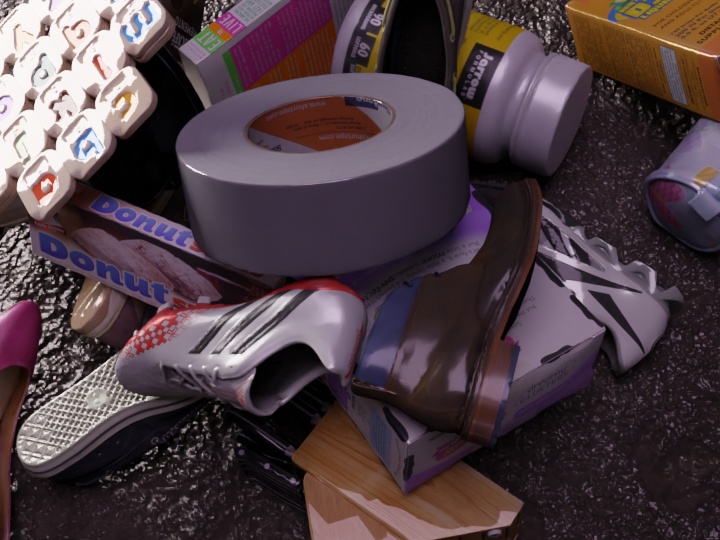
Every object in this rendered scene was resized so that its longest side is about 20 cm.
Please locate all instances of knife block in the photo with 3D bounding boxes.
[{"bbox_3d":[0.005,0.128,0.816,0.198,0.064,0.177,-10,61,1],"label":"knife block"}]

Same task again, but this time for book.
[{"bbox_3d":[-0.058,-0.198,0.967,0.200,0.134,0.048,-41,64,-17],"label":"book"}]

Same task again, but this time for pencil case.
[{"bbox_3d":[0.316,-0.105,0.902,0.200,0.091,0.083,-44,107,-16],"label":"pencil case"}]

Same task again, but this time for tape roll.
[{"bbox_3d":[-0.024,-0.072,0.775,0.198,0.067,0.201,-5,28,3],"label":"tape roll"}]

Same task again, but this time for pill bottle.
[{"bbox_3d":[0.085,-0.159,0.942,0.198,0.115,0.115,24,65,18],"label":"pill bottle"}]

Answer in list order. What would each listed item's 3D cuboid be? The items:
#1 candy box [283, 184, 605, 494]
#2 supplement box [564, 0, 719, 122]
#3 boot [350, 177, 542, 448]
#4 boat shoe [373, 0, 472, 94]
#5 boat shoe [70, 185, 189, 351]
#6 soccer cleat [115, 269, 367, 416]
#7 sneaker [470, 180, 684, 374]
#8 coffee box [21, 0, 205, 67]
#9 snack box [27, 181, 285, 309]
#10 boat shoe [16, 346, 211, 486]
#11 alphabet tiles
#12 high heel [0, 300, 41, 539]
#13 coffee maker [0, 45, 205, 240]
[{"bbox_3d":[0.046,0.030,0.806,0.167,0.072,0.200,-25,56,-20],"label":"candy box"},{"bbox_3d":[0.253,-0.187,0.920,0.066,0.069,0.200,-34,32,-10],"label":"supplement box"},{"bbox_3d":[0.061,0.011,0.727,0.096,0.075,0.201,13,54,5],"label":"boot"},{"bbox_3d":[0.042,-0.136,0.869,0.071,0.204,0.060,16,27,20],"label":"boat shoe"},{"bbox_3d":[-0.172,-0.013,0.916,0.072,0.065,0.201,-28,32,33],"label":"boat shoe"},{"bbox_3d":[-0.085,0.061,0.740,0.198,0.069,0.086,-17,47,23],"label":"soccer cleat"},{"bbox_3d":[0.141,0.005,0.865,0.199,0.074,0.089,32,71,18],"label":"sneaker"},{"bbox_3d":[-0.200,-0.248,0.957,0.079,0.200,0.114,9,89,11],"label":"coffee box"},{"bbox_3d":[-0.148,-0.007,0.808,0.198,0.072,0.024,22,47,11],"label":"snack box"},{"bbox_3d":[-0.159,0.098,0.840,0.199,0.062,0.075,-32,50,0],"label":"boat shoe"},{"bbox_3d":[-0.220,-0.131,0.808,0.200,0.015,0.196,-44,52,6],"label":"alphabet tiles"},{"bbox_3d":[-0.265,0.122,0.841,0.095,0.067,0.202,14,67,25],"label":"high heel"},{"bbox_3d":[-0.234,-0.126,0.908,0.198,0.134,0.194,-6,66,33],"label":"coffee maker"}]
